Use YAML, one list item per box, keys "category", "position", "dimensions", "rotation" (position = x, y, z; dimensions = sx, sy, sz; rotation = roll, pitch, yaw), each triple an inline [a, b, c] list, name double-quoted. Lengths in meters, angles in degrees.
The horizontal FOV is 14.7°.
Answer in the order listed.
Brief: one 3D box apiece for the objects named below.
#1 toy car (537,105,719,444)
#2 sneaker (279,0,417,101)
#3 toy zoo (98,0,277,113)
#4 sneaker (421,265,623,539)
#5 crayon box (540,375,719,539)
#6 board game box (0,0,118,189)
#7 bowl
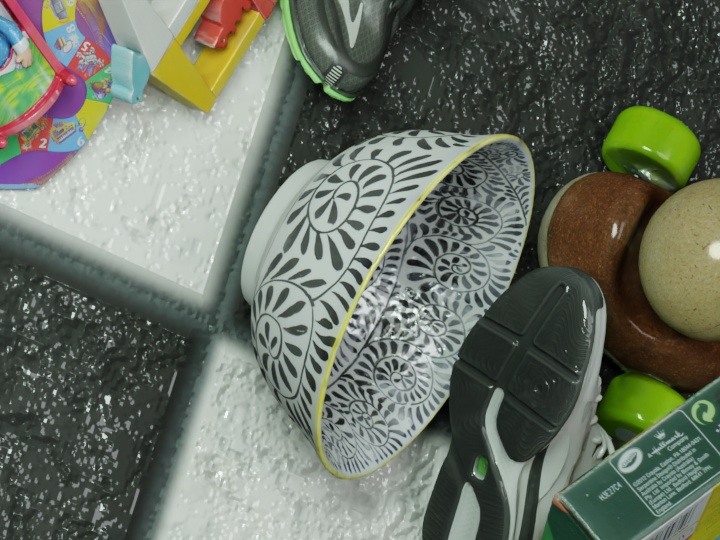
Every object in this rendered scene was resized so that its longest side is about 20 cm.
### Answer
- category: "toy car"
  position: [0.208, 0.005, 1.562]
  dimensions: [0.158, 0.200, 0.164]
  rotation: [39, 68, -27]
- category: "sneaker"
  position: [0.021, -0.184, 1.511]
  dimensions: [0.077, 0.084, 0.200]
  rotation: [35, 69, -28]
- category: "toy zoo"
  position: [-0.073, -0.170, 1.436]
  dimensions: [0.200, 0.020, 0.131]
  rotation: [-59, 151, -14]
- category: "sneaker"
  position: [0.107, 0.078, 1.542]
  dimensions: [0.115, 0.076, 0.201]
  rotation: [-15, 132, -48]
- category: "crayon box"
  position: [0.159, 0.145, 1.549]
  dimensions: [0.127, 0.200, 0.051]
  rotation: [-34, 69, -19]
- category: "board game box"
  position: [-0.190, -0.110, 1.356]
  dimensions: [0.200, 0.039, 0.158]
  rotation: [0, 109, -34]
- category: "bowl"
  position: [0.000, 0.000, 1.464]
  dimensions: [0.201, 0.094, 0.201]
  rotation: [-47, 154, -31]
